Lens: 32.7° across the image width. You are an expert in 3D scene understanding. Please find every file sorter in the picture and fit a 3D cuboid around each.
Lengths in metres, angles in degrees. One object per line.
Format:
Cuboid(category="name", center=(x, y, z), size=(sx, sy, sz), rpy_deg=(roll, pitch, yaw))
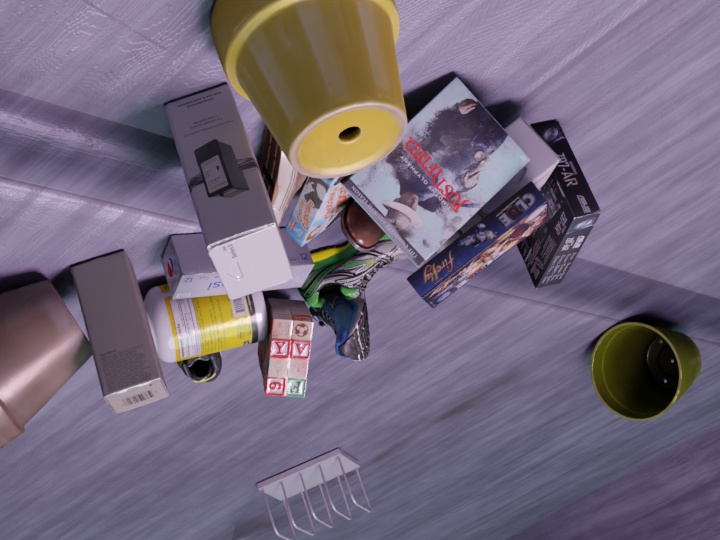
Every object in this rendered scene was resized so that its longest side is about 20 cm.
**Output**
Cuboid(category="file sorter", center=(-0.097, 0.495, 2.670), size=(0.199, 0.125, 0.139), rpy_deg=(-24, 153, 9))

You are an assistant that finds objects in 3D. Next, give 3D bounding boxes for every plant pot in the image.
Cuboid(category="plant pot", center=(0.613, 0.199, 2.557), size=(0.200, 0.201, 0.193), rpy_deg=(-39, 160, 33))
Cuboid(category="plant pot", center=(-0.039, -0.210, 1.294), size=(0.200, 0.189, 0.201), rpy_deg=(-17, 153, -9))
Cuboid(category="plant pot", center=(-0.459, 0.105, 1.633), size=(0.173, 0.200, 0.200), rpy_deg=(-33, 156, -13))

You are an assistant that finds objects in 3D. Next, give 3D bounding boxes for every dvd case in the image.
Cuboid(category="dvd case", center=(0.096, -0.123, 1.546), size=(0.200, 0.146, 0.022), rpy_deg=(-43, -174, -2))

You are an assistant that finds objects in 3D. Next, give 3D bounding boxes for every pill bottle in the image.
Cuboid(category="pill bottle", center=(-0.242, 0.068, 1.767), size=(0.199, 0.113, 0.113), rpy_deg=(-12, 153, -14))

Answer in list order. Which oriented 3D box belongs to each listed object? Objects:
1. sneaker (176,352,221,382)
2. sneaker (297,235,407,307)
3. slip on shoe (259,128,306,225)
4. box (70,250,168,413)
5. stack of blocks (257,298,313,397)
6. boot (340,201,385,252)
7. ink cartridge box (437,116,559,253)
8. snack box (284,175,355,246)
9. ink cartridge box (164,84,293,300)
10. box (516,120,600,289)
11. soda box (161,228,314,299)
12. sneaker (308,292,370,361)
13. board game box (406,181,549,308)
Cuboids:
Cuboid(category="sneaker", center=(-0.258, 0.145, 1.932), size=(0.074, 0.085, 0.200), rpy_deg=(-18, 154, -2))
Cuboid(category="sneaker", center=(0.000, 0.000, 1.837), size=(0.199, 0.085, 0.078), rpy_deg=(-22, 154, 2))
Cuboid(category="slip on shoe", center=(-0.098, -0.117, 1.567), size=(0.060, 0.076, 0.200), rpy_deg=(-13, 146, -24))
Cuboid(category="box", center=(-0.321, 0.081, 1.635), size=(0.082, 0.201, 0.068), rpy_deg=(-17, 154, -5))
Cuboid(category="stack of blocks", center=(-0.115, 0.102, 1.834), size=(0.058, 0.116, 0.200), rpy_deg=(5, -168, -10))
Cuboid(category="boot", center=(0.074, -0.122, 1.605), size=(0.200, 0.064, 0.186), rpy_deg=(-37, -170, 32))
Cuboid(category="ink cartridge box", center=(0.173, -0.102, 1.680), size=(0.144, 0.084, 0.200), rpy_deg=(-38, 170, -18))
Cuboid(category="snack box", center=(-0.024, -0.123, 1.586), size=(0.116, 0.037, 0.200), rpy_deg=(-38, 167, -35))
Cuboid(category="ink cartridge box", center=(-0.152, -0.089, 1.430), size=(0.084, 0.201, 0.146), rpy_deg=(-19, 154, -3))
Cuboid(category="box", center=(0.267, -0.092, 1.765), size=(0.043, 0.161, 0.200), rpy_deg=(-12, 152, -16))
Cuboid(category="soda box", center=(-0.171, -0.012, 1.713), size=(0.199, 0.068, 0.063), rpy_deg=(-6, 149, -28))
Cuboid(category="sneaker", center=(-0.033, 0.076, 1.862), size=(0.090, 0.200, 0.079), rpy_deg=(-7, 117, 1))
Cuboid(category="board game box", center=(0.156, -0.030, 1.600), size=(0.200, 0.035, 0.135), rpy_deg=(-38, 168, 3))
